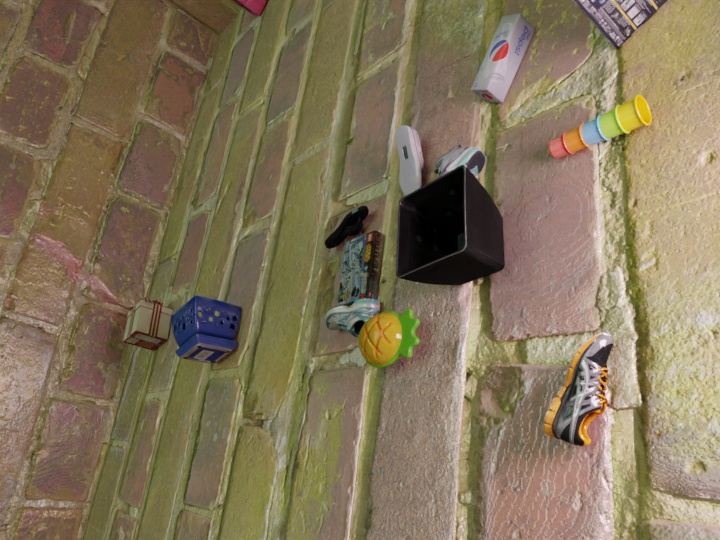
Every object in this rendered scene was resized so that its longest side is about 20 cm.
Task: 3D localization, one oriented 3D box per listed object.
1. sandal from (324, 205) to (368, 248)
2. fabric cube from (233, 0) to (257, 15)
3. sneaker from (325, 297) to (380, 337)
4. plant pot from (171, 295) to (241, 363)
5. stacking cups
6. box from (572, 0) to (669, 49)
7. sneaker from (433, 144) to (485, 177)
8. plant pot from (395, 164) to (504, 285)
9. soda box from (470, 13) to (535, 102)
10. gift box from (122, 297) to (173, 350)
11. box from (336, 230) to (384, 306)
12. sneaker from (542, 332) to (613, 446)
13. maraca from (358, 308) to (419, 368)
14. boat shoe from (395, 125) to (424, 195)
[{"bbox_3d":[-0.032,-0.120,1.738,0.200,0.075,0.048,-46,64,39],"label":"sandal"},{"bbox_3d":[-0.616,-1.564,3.217,0.201,0.198,0.196,-59,36,9],"label":"fabric cube"},{"bbox_3d":[-0.028,0.138,1.568,0.199,0.077,0.088,-26,55,44],"label":"sneaker"},{"bbox_3d":[-0.571,0.230,2.151,0.199,0.198,0.182,-34,52,37],"label":"plant pot"},{"bbox_3d":[0.463,-0.276,1.148,0.199,0.060,0.061,-19,56,47],"label":"stacking cups"},{"bbox_3d":[0.507,-0.552,1.124,0.161,0.198,0.050,-43,43,31],"label":"box"},{"bbox_3d":[0.215,-0.223,1.451,0.201,0.077,0.140,-55,34,1],"label":"sneaker"},{"bbox_3d":[0.210,-0.074,1.276,0.199,0.176,0.203,-25,52,45],"label":"plant pot"},{"bbox_3d":[0.351,-0.521,1.434,0.063,0.068,0.202,26,92,55],"label":"soda box"},{"bbox_3d":[-1.008,0.241,2.735,0.183,0.199,0.189,-28,48,35],"label":"gift box"},{"bbox_3d":[0.000,0.000,1.638,0.136,0.040,0.203,-18,57,49],"label":"box"},{"bbox_3d":[0.386,0.202,0.983,0.077,0.078,0.203,27,97,42],"label":"sneaker"},{"bbox_3d":[0.069,0.162,1.393,0.199,0.106,0.139,-20,63,47],"label":"maraca"},{"bbox_3d":[0.142,-0.295,1.590,0.071,0.065,0.203,-20,77,42],"label":"boat shoe"}]
